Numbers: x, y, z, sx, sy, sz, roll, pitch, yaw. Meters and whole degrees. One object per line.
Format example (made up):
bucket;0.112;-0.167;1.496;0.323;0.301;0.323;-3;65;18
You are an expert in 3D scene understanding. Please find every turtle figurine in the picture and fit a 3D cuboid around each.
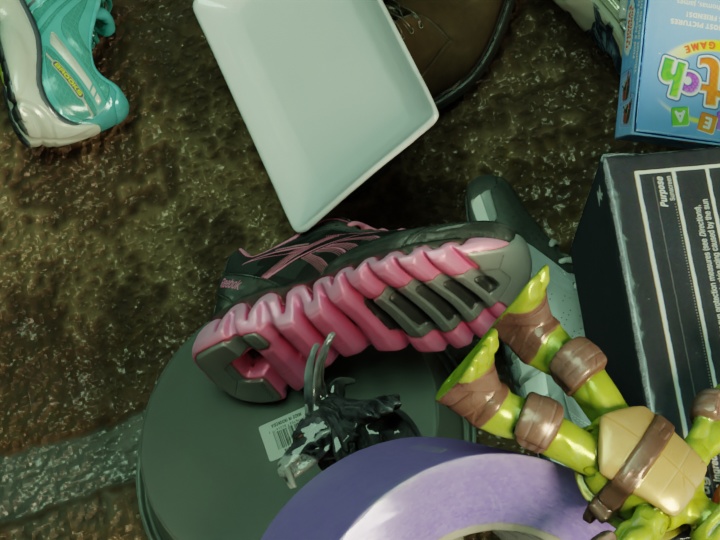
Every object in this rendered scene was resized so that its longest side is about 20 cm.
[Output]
turtle figurine;0.122;0.073;1.004;0.161;0.064;0.200;40;64;3

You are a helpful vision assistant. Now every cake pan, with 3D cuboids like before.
cake pan;-0.036;0.095;1.255;0.198;0.037;0.202;-7;61;12

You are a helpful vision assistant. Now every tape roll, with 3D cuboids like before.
tape roll;0.044;0.180;1.046;0.200;0.200;0.085;-51;19;-13

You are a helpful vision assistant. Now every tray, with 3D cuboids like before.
tray;-0.025;-0.118;1.283;0.107;0.022;0.201;-39;50;16

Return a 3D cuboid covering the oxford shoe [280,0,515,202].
oxford shoe;0.025;-0.135;1.333;0.072;0.085;0.200;29;72;29

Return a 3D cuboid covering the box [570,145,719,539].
box;0.219;0.046;1.118;0.196;0.123;0.202;-4;67;-7

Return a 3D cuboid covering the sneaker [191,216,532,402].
sneaker;0.000;0.000;1.221;0.199;0.079;0.096;-16;42;23

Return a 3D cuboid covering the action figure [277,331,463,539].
action figure;0.009;0.136;1.138;0.102;0.119;0.201;-33;88;-26

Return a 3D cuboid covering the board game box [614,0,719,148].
board game box;0.222;-0.163;1.238;0.150;0.037;0.202;7;86;-13

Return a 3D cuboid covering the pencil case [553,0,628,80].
pencil case;0.121;-0.192;1.306;0.078;0.089;0.200;-47;74;13

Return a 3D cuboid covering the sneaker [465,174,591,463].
sneaker;0.132;0.029;1.228;0.115;0.075;0.201;-17;69;1

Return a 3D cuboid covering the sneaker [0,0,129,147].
sneaker;-0.197;-0.164;1.433;0.079;0.078;0.201;-11;63;-12
